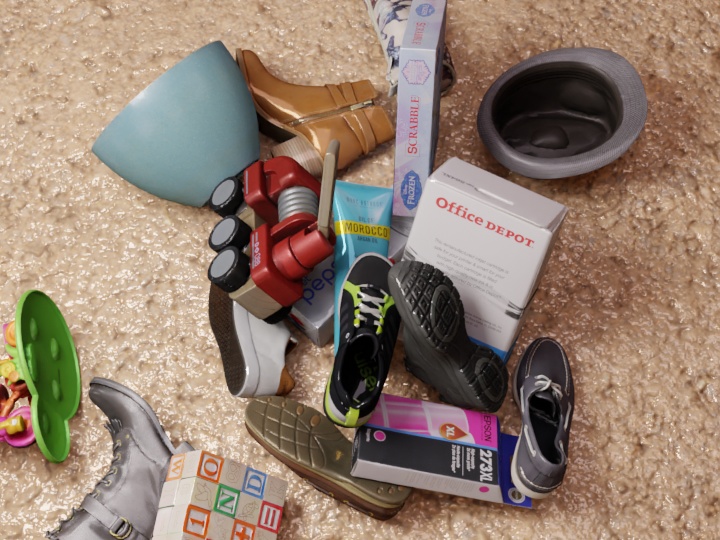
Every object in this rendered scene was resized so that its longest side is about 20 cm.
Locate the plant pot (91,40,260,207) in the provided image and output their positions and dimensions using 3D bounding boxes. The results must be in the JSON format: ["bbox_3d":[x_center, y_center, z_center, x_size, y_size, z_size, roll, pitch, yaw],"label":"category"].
[{"bbox_3d":[-0.196,-0.155,1.441,0.200,0.200,0.135,-42,93,-16],"label":"plant pot"}]

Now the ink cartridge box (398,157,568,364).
[{"bbox_3d":[0.123,-0.001,1.335,0.146,0.200,0.084,25,30,13],"label":"ink cartridge box"}]

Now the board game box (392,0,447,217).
[{"bbox_3d":[0.068,-0.194,1.391,0.041,0.200,0.200,5,31,5],"label":"board game box"}]

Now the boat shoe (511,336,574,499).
[{"bbox_3d":[0.205,0.147,1.321,0.073,0.063,0.200,17,51,-6],"label":"boat shoe"}]

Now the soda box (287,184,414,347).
[{"bbox_3d":[-0.002,-0.007,1.420,0.068,0.063,0.200,41,72,18],"label":"soda box"}]

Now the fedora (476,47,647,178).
[{"bbox_3d":[0.243,-0.174,1.478,0.200,0.090,0.177,-18,64,0],"label":"fedora"}]

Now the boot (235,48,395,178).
[{"bbox_3d":[-0.060,-0.212,1.510,0.155,0.077,0.200,-25,68,-8],"label":"boot"}]

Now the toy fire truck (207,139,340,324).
[{"bbox_3d":[-0.072,-0.068,1.323,0.200,0.129,0.176,-31,40,23],"label":"toy fire truck"}]

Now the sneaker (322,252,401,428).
[{"bbox_3d":[0.011,0.069,1.269,0.072,0.083,0.200,12,69,-9],"label":"sneaker"}]

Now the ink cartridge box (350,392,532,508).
[{"bbox_3d":[0.091,0.190,1.302,0.200,0.037,0.095,13,45,-9],"label":"ink cartridge box"}]

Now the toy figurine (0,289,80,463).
[{"bbox_3d":[-0.420,0.137,1.333,0.184,0.150,0.200,-15,60,7],"label":"toy figurine"}]

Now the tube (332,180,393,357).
[{"bbox_3d":[0.000,0.000,1.357,0.077,0.050,0.200,9,74,-28],"label":"tube"}]

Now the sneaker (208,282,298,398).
[{"bbox_3d":[-0.121,0.062,1.401,0.085,0.073,0.200,9,51,-31],"label":"sneaker"}]

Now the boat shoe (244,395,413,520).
[{"bbox_3d":[-0.042,0.207,1.312,0.200,0.068,0.072,29,45,10],"label":"boat shoe"}]

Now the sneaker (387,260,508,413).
[{"bbox_3d":[0.075,0.076,1.288,0.091,0.200,0.076,-9,32,43],"label":"sneaker"}]

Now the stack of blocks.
[{"bbox_3d":[-0.154,0.298,1.248,0.115,0.059,0.200,27,60,-33],"label":"stack of blocks"}]

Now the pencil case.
[{"bbox_3d":[0.051,-0.312,1.555,0.089,0.078,0.200,-8,63,-24],"label":"pencil case"}]

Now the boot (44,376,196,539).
[{"bbox_3d":[-0.271,0.229,1.312,0.200,0.069,0.174,40,71,16],"label":"boot"}]
